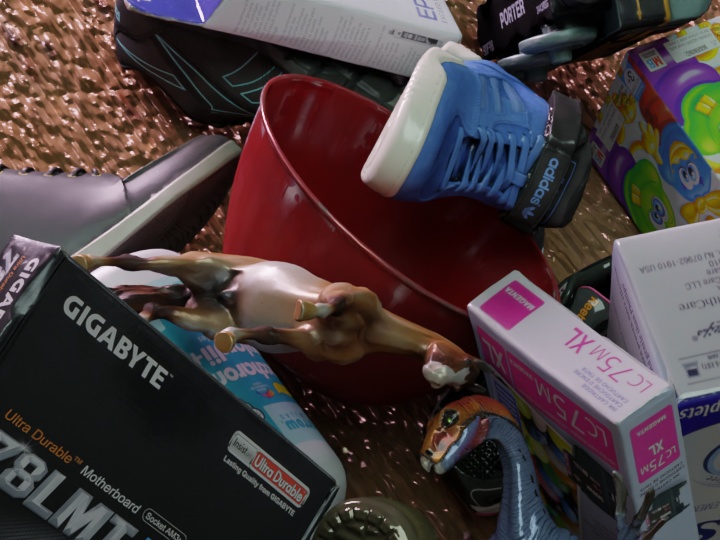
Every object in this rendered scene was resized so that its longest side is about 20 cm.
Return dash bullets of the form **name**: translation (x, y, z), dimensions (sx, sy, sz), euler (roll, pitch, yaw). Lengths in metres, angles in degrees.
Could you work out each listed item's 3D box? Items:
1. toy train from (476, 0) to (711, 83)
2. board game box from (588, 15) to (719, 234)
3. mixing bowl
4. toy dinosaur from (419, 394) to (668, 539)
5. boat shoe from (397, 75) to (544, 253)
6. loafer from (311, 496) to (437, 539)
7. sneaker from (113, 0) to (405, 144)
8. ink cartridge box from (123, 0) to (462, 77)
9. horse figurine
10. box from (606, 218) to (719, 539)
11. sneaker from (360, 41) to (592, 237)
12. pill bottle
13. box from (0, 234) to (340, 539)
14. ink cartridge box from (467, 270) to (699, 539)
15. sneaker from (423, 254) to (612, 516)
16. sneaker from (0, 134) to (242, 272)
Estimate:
- **toy train**: translation (0.132, -0.160, 1.101), dimensions (0.113, 0.200, 0.086), euler (-9, 88, -10)
- **board game box**: translation (0.239, -0.042, 1.097), dimensions (0.104, 0.103, 0.201), euler (-22, 65, -22)
- **mixing bowl**: translation (0.000, 0.000, 0.991), dimensions (0.199, 0.109, 0.201), euler (31, 24, -15)
- **toy dinosaur**: translation (0.068, 0.158, 0.869), dimensions (0.104, 0.200, 0.183), euler (-7, 66, -15)
- **boat shoe**: translation (0.056, -0.085, 1.109), dimensions (0.069, 0.066, 0.201), euler (-14, 63, -19)
- **loafer**: translation (0.002, 0.200, 0.872), dimensions (0.076, 0.202, 0.067), euler (24, 19, 28)
- **sneaker**: translation (-0.062, -0.122, 1.104), dimensions (0.199, 0.080, 0.075), euler (29, 35, 9)
- **ink cartridge box**: translation (-0.055, -0.199, 1.108), dimensions (0.198, 0.041, 0.200), euler (9, 35, -23)
- **horse figurine**: translation (-0.051, 0.020, 0.864), dimensions (0.198, 0.132, 0.051), euler (8, 92, 33)
- **box**: translation (0.226, 0.063, 0.948), dimensions (0.182, 0.201, 0.106), euler (-12, 54, -3)
- **sneaker**: translation (0.071, -0.063, 0.977), dimensions (0.111, 0.077, 0.200), euler (30, 16, 3)
- **pill bottle**: translation (-0.081, 0.095, 0.944), dimensions (0.110, 0.111, 0.200), euler (-30, 68, -26)
- **box**: translation (-0.127, 0.123, 0.785), dimensions (0.049, 0.200, 0.199), euler (16, 67, 49)
- **ink cartridge box**: translation (0.118, 0.108, 0.909), dimensions (0.042, 0.201, 0.119), euler (-33, 41, -16)
- **sneaker**: translation (0.110, 0.046, 1.027), dimensions (0.080, 0.087, 0.200), euler (36, 59, 14)
- **sneaker**: translation (-0.165, -0.040, 1.031), dimensions (0.199, 0.075, 0.106), euler (-37, 74, -27)
